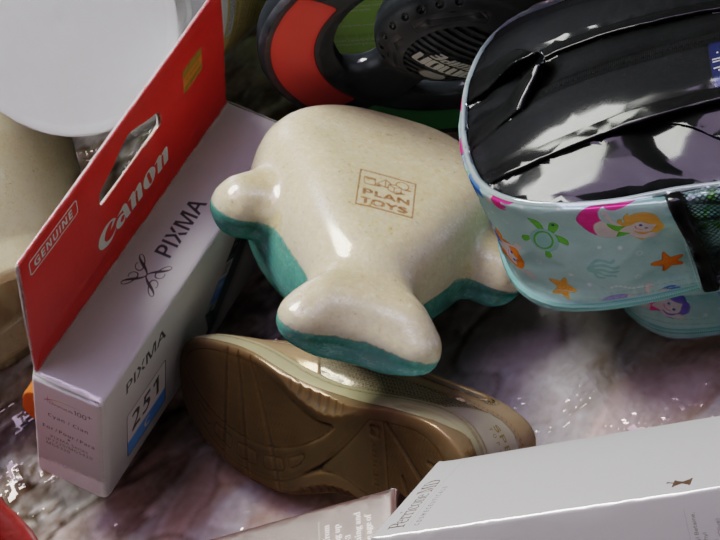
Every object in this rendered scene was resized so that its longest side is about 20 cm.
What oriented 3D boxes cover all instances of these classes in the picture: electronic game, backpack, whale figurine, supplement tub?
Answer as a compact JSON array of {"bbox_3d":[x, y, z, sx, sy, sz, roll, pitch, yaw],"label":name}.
[{"bbox_3d":[0.047,-0.122,1.002,0.200,0.200,0.042,-15,65,18],"label":"electronic game"},{"bbox_3d":[0.151,-0.060,0.918,0.200,0.151,0.178,-10,43,12],"label":"backpack"},{"bbox_3d":[0.000,0.000,0.963,0.159,0.104,0.200,15,31,-6],"label":"whale figurine"},{"bbox_3d":[-0.130,-0.159,1.065,0.145,0.146,0.200,-16,17,17],"label":"supplement tub"}]

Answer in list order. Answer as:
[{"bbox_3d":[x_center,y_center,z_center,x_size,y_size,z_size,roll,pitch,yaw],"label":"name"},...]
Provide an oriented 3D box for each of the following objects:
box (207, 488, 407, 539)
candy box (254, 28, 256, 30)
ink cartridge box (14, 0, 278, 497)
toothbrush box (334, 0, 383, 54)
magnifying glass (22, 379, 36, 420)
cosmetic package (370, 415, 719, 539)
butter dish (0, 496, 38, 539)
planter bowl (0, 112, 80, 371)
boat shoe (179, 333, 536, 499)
[{"bbox_3d":[-0.060,0.180,0.886,0.200,0.075,0.100,-16,47,15],"label":"box"},{"bbox_3d":[-0.097,-0.199,1.206,0.200,0.115,0.055,-16,45,16],"label":"candy box"},{"bbox_3d":[-0.099,-0.012,0.986,0.045,0.176,0.200,23,56,12],"label":"ink cartridge box"},{"bbox_3d":[0.009,-0.209,1.094,0.086,0.200,0.146,-1,51,29],"label":"toothbrush box"},{"bbox_3d":[-0.122,0.002,1.060,0.022,0.080,0.200,27,53,9],"label":"magnifying glass"},{"bbox_3d":[0.118,0.116,0.803,0.200,0.085,0.108,-11,9,19],"label":"cosmetic package"},{"bbox_3d":[-0.272,0.144,0.929,0.200,0.199,0.148,-48,7,-17],"label":"butter dish"},{"bbox_3d":[-0.234,-0.018,1.092,0.200,0.200,0.135,-34,71,-2],"label":"planter bowl"},{"bbox_3d":[-0.006,0.072,0.963,0.200,0.071,0.064,18,28,39],"label":"boat shoe"}]
